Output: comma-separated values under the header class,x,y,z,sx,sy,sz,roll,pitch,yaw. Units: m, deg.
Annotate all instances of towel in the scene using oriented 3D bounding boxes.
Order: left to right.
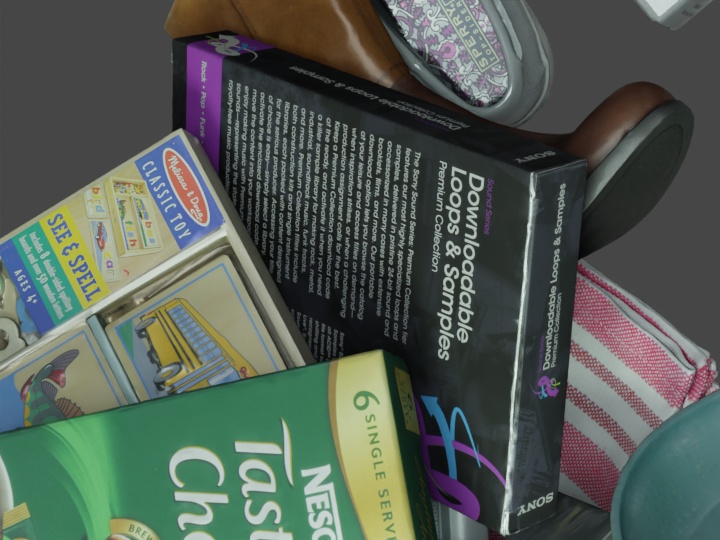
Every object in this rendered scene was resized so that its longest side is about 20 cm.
class,x,y,z,sx,sy,sz,roll,pitch,yaw
towel,0.044,0.084,1.034,0.146,0.030,0.201,36,100,30

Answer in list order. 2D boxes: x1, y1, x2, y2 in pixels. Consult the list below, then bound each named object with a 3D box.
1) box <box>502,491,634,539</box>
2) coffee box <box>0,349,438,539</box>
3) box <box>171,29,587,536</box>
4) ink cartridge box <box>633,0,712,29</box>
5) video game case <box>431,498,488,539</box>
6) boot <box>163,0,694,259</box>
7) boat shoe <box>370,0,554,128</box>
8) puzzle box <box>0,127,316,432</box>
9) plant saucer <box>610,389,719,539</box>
class,x,y,z,sx,sy,sz,roll,pitch,yaw
box,0.081,0.212,0.971,0.158,0.048,0.201,-44,118,-18
coffee box,-0.070,0.107,0.920,0.198,0.044,0.124,-11,78,11
box,0.000,0.000,0.964,0.199,0.036,0.144,25,120,42
ink cartridge box,0.151,-0.214,0.990,0.200,0.086,0.148,-41,85,13
video game case,-0.024,0.158,1.043,0.181,0.023,0.202,-1,94,37
boot,0.023,-0.078,0.987,0.201,0.068,0.188,58,140,12
boat shoe,0.007,-0.143,1.031,0.072,0.068,0.201,-30,87,12
puzzle box,-0.076,0.063,0.965,0.132,0.025,0.201,-31,76,7
plant saucer,0.192,0.102,0.918,0.198,0.200,0.036,1,121,11
